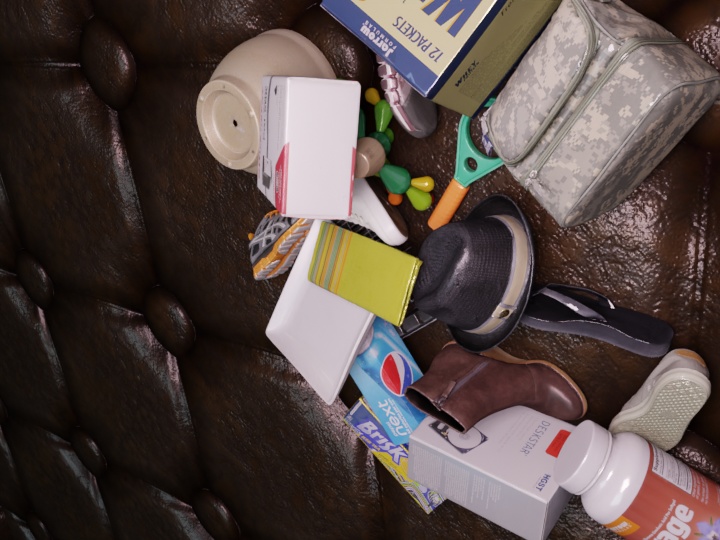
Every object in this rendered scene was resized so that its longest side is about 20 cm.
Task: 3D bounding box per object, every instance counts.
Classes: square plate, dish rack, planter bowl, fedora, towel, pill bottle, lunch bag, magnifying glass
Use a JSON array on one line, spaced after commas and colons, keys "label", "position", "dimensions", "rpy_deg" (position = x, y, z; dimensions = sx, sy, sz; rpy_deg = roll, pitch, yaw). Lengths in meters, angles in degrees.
[{"label": "square plate", "position": [-0.042, 0.048, 1.026], "dimensions": [0.200, 0.028, 0.201], "rpy_deg": [38, 107, 48]}, {"label": "dish rack", "position": [0.028, 0.004, 1.071], "dimensions": [0.153, 0.054, 0.202], "rpy_deg": [-34, 88, 43]}, {"label": "planter bowl", "position": [-0.139, -0.217, 1.033], "dimensions": [0.198, 0.134, 0.203], "rpy_deg": [19, 123, 31]}, {"label": "fedora", "position": [0.122, 0.001, 0.906], "dimensions": [0.200, 0.090, 0.205], "rpy_deg": [-174, 90, -65]}, {"label": "towel", "position": [0.000, 0.000, 0.961], "dimensions": [0.199, 0.018, 0.088], "rpy_deg": [24, 102, 49]}, {"label": "pill bottle", "position": [0.334, 0.264, 0.879], "dimensions": [0.198, 0.113, 0.113], "rpy_deg": [30, 131, 1]}, {"label": "lunch bag", "position": [0.227, -0.167, 0.760], "dimensions": [0.169, 0.138, 0.201], "rpy_deg": [54, 137, 23]}, {"label": "magnifying glass", "position": [0.135, -0.126, 0.932], "dimensions": [0.079, 0.022, 0.201], "rpy_deg": [41, 134, 15]}]

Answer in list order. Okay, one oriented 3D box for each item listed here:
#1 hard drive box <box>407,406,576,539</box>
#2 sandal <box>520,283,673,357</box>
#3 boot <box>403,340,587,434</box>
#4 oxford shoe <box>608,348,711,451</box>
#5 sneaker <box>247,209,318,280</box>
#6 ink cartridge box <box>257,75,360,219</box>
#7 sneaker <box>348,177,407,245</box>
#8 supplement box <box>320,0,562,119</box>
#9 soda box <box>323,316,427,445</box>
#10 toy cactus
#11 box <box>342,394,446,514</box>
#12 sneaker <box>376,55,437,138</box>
[{"label": "hard drive box", "position": [0.185, 0.247, 0.999], "dimensions": [0.198, 0.155, 0.078], "rpy_deg": [19, 123, 30]}, {"label": "sandal", "position": [0.266, 0.044, 0.883], "dimensions": [0.197, 0.076, 0.043], "rpy_deg": [14, 124, 22]}, {"label": "boot", "position": [0.172, 0.166, 0.956], "dimensions": [0.198, 0.166, 0.073], "rpy_deg": [28, 129, 25]}, {"label": "oxford shoe", "position": [0.353, 0.159, 0.884], "dimensions": [0.074, 0.058, 0.201], "rpy_deg": [21, 142, 8]}, {"label": "sneaker", "position": [-0.115, -0.062, 1.143], "dimensions": [0.199, 0.078, 0.078], "rpy_deg": [-38, 67, 38]}, {"label": "ink cartridge box", "position": [-0.067, -0.150, 0.877], "dimensions": [0.200, 0.081, 0.150], "rpy_deg": [-138, 50, -69]}, {"label": "sneaker", "position": [-0.009, -0.082, 0.987], "dimensions": [0.085, 0.073, 0.201], "rpy_deg": [-45, 48, 10]}, {"label": "supplement box", "position": [0.100, -0.273, 0.713], "dimensions": [0.134, 0.199, 0.201], "rpy_deg": [42, 109, 12]}, {"label": "soda box", "position": [0.035, 0.144, 1.064], "dimensions": [0.067, 0.064, 0.202], "rpy_deg": [-23, 103, 43]}, {"label": "toy cactus", "position": [0.026, -0.149, 0.922], "dimensions": [0.101, 0.165, 0.202], "rpy_deg": [-23, 103, 23]}, {"label": "box", "position": [0.068, 0.274, 1.175], "dimensions": [0.200, 0.064, 0.070], "rpy_deg": [47, 134, 11]}, {"label": "sneaker", "position": [0.077, -0.261, 0.871], "dimensions": [0.114, 0.075, 0.203], "rpy_deg": [-9, 106, 39]}]
